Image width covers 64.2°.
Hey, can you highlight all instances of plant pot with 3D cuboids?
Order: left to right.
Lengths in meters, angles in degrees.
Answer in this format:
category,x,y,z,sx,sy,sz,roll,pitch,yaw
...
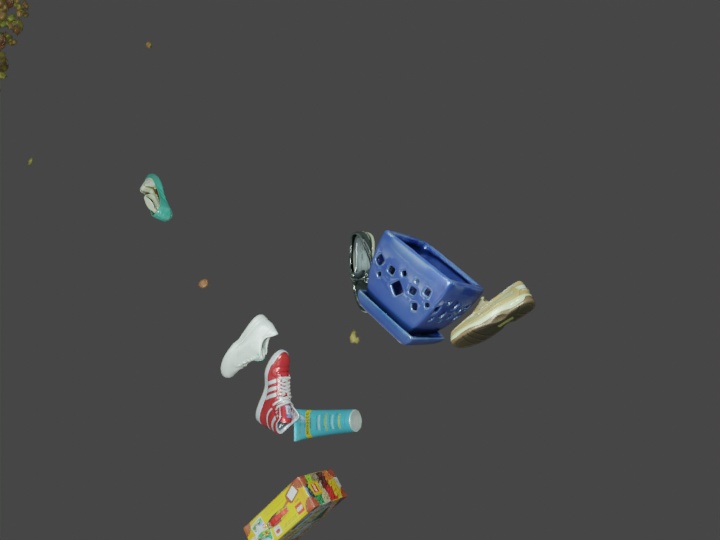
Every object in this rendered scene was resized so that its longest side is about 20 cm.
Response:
category,x,y,z,sx,sy,sz,roll,pitch,yaw
plant pot,0.121,0.049,1.260,0.199,0.199,0.181,40,107,28

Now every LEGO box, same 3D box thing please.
category,x,y,z,sx,sy,sz,roll,pitch,yaw
LEGO box,-0.150,0.564,1.345,0.200,0.148,0.078,-46,62,15

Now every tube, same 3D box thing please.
category,x,y,z,sx,sy,sz,roll,pitch,yaw
tube,-0.089,0.374,1.409,0.197,0.050,0.079,-15,64,34

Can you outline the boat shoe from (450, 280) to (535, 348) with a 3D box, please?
category,x,y,z,sx,sy,sz,roll,pitch,yaw
boat shoe,0.276,0.093,1.240,0.198,0.072,0.077,-31,52,14

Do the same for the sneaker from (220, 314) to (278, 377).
category,x,y,z,sx,sy,sz,roll,pitch,yaw
sneaker,-0.298,0.222,1.544,0.088,0.075,0.201,39,100,18

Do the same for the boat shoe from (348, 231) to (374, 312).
category,x,y,z,sx,sy,sz,roll,pitch,yaw
boat shoe,0.002,-0.001,1.408,0.073,0.066,0.204,-3,80,29

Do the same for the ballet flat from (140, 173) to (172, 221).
category,x,y,z,sx,sy,sz,roll,pitch,yaw
ballet flat,-0.665,-0.244,1.840,0.067,0.070,0.202,-40,64,18

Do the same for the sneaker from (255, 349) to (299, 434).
category,x,y,z,sx,sy,sz,roll,pitch,yaw
sneaker,-0.198,0.312,1.455,0.112,0.070,0.204,21,99,45
